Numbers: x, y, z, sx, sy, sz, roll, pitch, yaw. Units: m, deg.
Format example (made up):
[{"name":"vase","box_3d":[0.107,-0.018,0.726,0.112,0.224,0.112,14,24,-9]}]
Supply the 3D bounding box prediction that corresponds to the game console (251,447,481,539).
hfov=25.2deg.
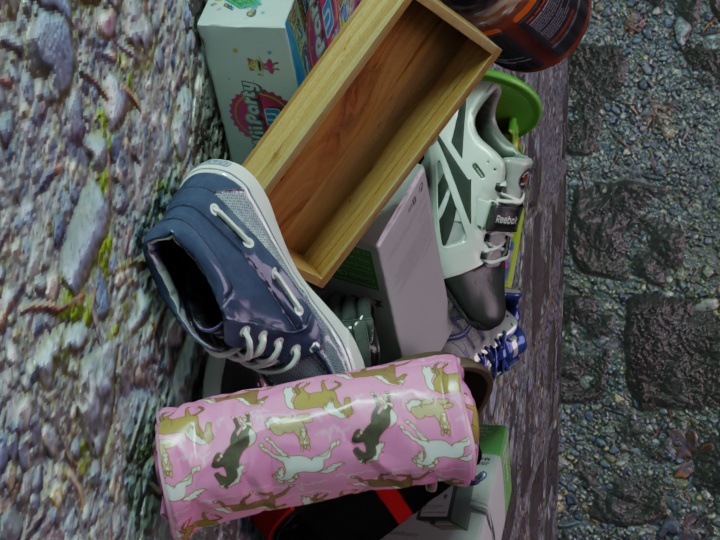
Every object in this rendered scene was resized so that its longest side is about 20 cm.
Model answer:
[{"name":"game console","box_3d":[0.009,0.163,1.240,0.031,0.176,0.200,51,-5,23]}]

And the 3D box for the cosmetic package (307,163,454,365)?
[{"name":"cosmetic package","box_3d":[0.000,0.000,1.225,0.085,0.107,0.201,-59,152,-31]}]

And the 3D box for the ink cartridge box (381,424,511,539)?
[{"name":"ink cartridge box","box_3d":[0.048,0.224,1.421,0.201,0.144,0.085,-69,157,-55]}]

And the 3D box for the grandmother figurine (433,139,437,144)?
[{"name":"grandmother figurine","box_3d":[0.028,-0.144,1.207,0.122,0.060,0.200,58,26,-18]}]

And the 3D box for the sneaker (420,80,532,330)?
[{"name":"sneaker","box_3d":[0.098,-0.053,1.279,0.074,0.088,0.202,-17,94,-59]}]

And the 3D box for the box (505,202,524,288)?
[{"name":"box","box_3d":[0.095,-0.012,1.619,0.048,0.121,0.201,91,11,-48]}]

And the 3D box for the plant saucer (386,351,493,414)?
[{"name":"plant saucer","box_3d":[0.011,0.124,1.231,0.030,0.199,0.200,57,-2,25]}]

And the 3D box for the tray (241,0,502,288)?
[{"name":"tray","box_3d":[-0.005,-0.090,1.048,0.098,0.037,0.201,25,106,-46]}]

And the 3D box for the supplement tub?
[{"name":"supplement tub","box_3d":[0.105,-0.223,1.239,0.200,0.106,0.108,16,77,-67]}]

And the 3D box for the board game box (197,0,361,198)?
[{"name":"board game box","box_3d":[-0.046,-0.171,1.117,0.148,0.064,0.201,80,20,-45]}]

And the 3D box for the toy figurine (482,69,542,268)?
[{"name":"toy figurine","box_3d":[0.101,-0.066,1.548,0.200,0.149,0.186,59,33,-63]}]

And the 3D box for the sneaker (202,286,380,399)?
[{"name":"sneaker","box_3d":[-0.042,0.066,1.105,0.200,0.098,0.071,-63,154,-58]}]

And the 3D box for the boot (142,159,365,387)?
[{"name":"boot","box_3d":[-0.067,0.037,0.992,0.201,0.072,0.091,59,33,-19]}]

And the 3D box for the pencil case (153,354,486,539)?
[{"name":"pencil case","box_3d":[-0.028,0.106,0.968,0.083,0.198,0.087,-111,-167,-78]}]

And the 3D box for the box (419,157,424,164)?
[{"name":"box","box_3d":[0.035,-0.101,1.324,0.200,0.049,0.162,40,43,-43]}]

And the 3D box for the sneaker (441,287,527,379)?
[{"name":"sneaker","box_3d":[0.098,0.064,1.382,0.201,0.087,0.076,-77,166,-56]}]
